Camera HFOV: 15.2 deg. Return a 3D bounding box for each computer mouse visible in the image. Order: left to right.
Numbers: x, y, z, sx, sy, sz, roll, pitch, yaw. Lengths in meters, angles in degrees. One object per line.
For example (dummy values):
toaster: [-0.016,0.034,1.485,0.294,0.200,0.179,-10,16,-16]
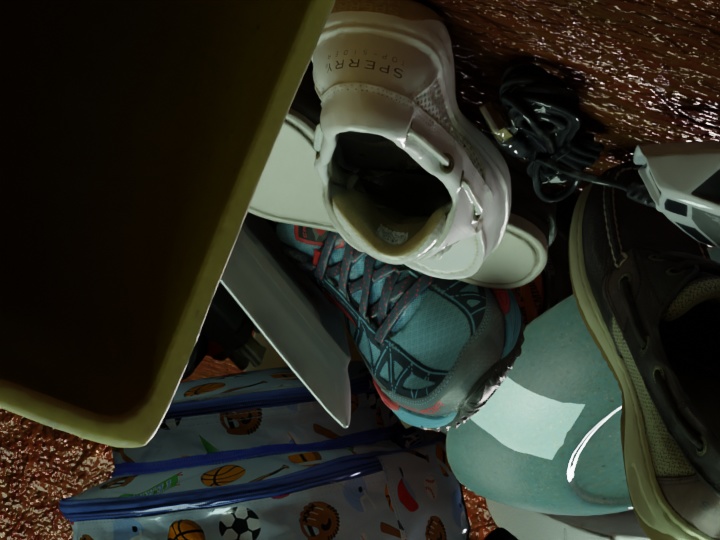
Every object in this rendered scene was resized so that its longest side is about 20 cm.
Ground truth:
computer mouse: [0.146,-0.034,1.054,0.200,0.044,0.110,20,169,24]

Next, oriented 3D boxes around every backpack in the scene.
backpack: [-0.053,0.125,1.346,0.200,0.154,0.190,-16,-176,27]

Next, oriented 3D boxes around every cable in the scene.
cable: [-0.105,-0.019,1.340,0.097,0.050,0.200,-25,114,37]

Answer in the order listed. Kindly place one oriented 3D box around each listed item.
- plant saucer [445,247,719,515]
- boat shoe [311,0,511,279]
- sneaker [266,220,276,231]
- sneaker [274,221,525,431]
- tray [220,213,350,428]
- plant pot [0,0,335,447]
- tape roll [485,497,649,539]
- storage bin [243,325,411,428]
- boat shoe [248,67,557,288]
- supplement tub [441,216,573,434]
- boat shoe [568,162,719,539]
plant saucer: [0.140,0.067,1.284,0.201,0.039,0.201,-17,146,-11]
boat shoe: [0.014,-0.034,1.074,0.071,0.069,0.200,2,156,16]
sneaker: [-0.033,-0.023,1.409,0.200,0.091,0.076,-1,134,-1]
sneaker: [0.000,0.000,1.247,0.096,0.079,0.200,32,-168,-37]
tray: [-0.063,-0.022,1.256,0.200,0.022,0.107,51,-173,-18]
plant pot: [-0.157,-0.082,0.863,0.195,0.194,0.200,23,179,-37]
tape roll: [0.167,0.103,1.495,0.203,0.037,0.203,-4,-149,2]
storage bin: [-0.014,0.077,1.565,0.094,0.200,0.199,17,172,-8]
boat shoe: [-0.005,-0.053,1.182,0.200,0.057,0.067,23,136,-14]
supplement tub: [0.096,0.040,1.367,0.122,0.123,0.200,10,169,40]
boat shoe: [0.137,0.027,1.101,0.073,0.200,0.065,11,136,-26]
